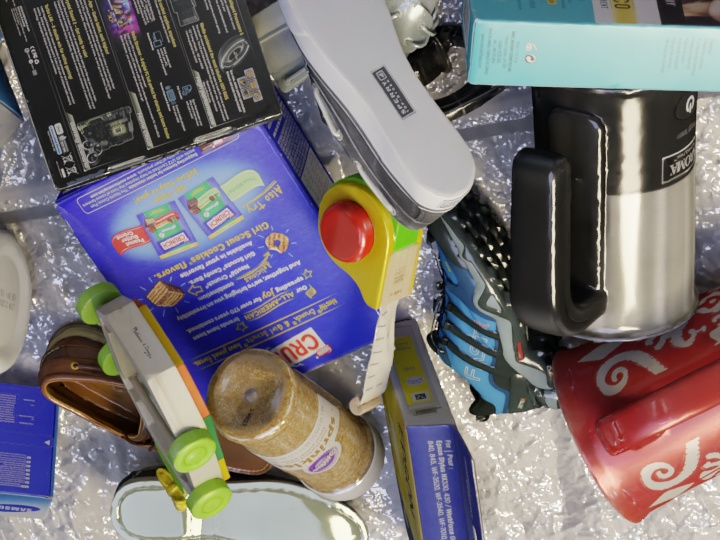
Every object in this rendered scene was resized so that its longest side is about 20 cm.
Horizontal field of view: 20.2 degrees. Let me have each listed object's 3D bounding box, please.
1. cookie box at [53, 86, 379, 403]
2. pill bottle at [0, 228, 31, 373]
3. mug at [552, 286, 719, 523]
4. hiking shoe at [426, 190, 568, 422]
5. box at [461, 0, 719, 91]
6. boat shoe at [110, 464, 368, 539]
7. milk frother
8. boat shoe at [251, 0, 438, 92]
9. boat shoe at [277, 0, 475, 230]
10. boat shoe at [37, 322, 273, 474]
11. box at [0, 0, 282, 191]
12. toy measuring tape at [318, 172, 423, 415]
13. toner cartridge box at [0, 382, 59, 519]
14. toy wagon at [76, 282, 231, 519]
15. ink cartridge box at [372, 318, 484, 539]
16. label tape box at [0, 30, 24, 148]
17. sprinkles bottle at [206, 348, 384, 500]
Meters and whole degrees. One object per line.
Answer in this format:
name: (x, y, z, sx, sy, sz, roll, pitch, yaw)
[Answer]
cookie box: (-0.093, -0.016, 1.454, 0.170, 0.075, 0.201, -24, 112, 20)
pill bottle: (-0.354, 0.019, 1.499, 0.199, 0.109, 0.109, 3, 119, 13)
mug: (0.251, 0.086, 1.400, 0.199, 0.178, 0.134, -27, 112, 18)
hiking shoe: (0.079, 0.031, 1.446, 0.086, 0.075, 0.201, -19, 117, 21)
box: (0.165, -0.157, 1.275, 0.199, 0.083, 0.049, 1, 130, -3)
boat shoe: (-0.092, 0.187, 1.576, 0.200, 0.061, 0.072, 9, 101, -4)
milk frother: (0.121, -0.066, 1.373, 0.200, 0.180, 0.189, 29, 132, 45)
boat shoe: (0.018, -0.176, 1.348, 0.200, 0.070, 0.072, -22, 100, 27)
boat shoe: (-0.002, -0.117, 1.299, 0.200, 0.072, 0.068, 56, 143, 6)
boat shoe: (-0.154, 0.111, 1.539, 0.199, 0.068, 0.072, 24, 120, -4)
box: (-0.157, -0.171, 1.331, 0.159, 0.044, 0.201, -19, 93, -4)
toy measuring tape: (0.000, 0.000, 1.388, 0.073, 0.074, 0.201, 12, 118, 3)
toner cartridge box: (-0.331, 0.129, 1.530, 0.199, 0.095, 0.043, 8, 148, -14)
toy wagon: (-0.139, 0.102, 1.428, 0.039, 0.155, 0.200, -29, 147, -12)
ink cartridge box: (0.054, 0.168, 1.459, 0.047, 0.200, 0.199, -10, 117, -2)
label tape box: (-0.289, -0.138, 1.375, 0.063, 0.145, 0.200, 8, 138, -45)
sprinkles bottle: (-0.044, 0.114, 1.457, 0.068, 0.069, 0.200, -12, 159, 16)
